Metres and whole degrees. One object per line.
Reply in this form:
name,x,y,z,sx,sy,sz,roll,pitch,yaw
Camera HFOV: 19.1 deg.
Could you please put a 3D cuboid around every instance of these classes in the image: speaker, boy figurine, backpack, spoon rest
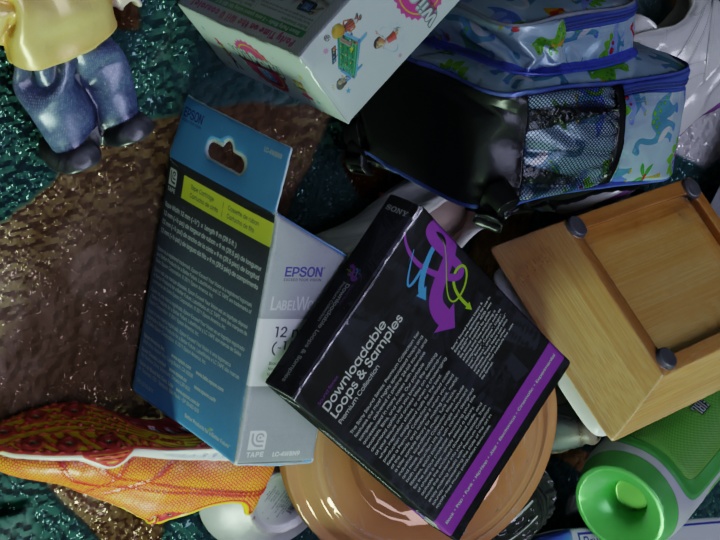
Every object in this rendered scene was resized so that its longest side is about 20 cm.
speaker,0.239,0.127,1.612,0.200,0.088,0.089,-40,128,-46
boy figurine,-0.191,-0.156,1.266,0.124,0.064,0.201,-32,121,-21
backpack,0.115,-0.121,1.416,0.199,0.183,0.148,-5,110,-37
spoon rest,-0.035,0.110,1.482,0.099,0.061,0.200,33,100,-36

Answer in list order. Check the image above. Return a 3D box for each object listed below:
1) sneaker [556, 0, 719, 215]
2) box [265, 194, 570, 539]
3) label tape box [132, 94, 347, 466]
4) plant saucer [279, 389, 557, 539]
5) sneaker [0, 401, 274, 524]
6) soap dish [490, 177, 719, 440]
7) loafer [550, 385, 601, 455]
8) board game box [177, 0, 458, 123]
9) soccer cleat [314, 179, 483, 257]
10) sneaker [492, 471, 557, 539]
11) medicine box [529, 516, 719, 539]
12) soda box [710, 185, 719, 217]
sneaker,0.195,-0.125,1.555,0.200,0.075,0.100,-45,102,-10
box,0.041,0.064,1.354,0.144,0.036,0.200,-56,135,-11
label tape box,-0.073,0.005,1.354,0.066,0.143,0.202,3,105,-35
plant saucer,0.042,0.110,1.446,0.198,0.032,0.202,-7,109,-19
sneaker,-0.148,0.131,1.385,0.198,0.073,0.078,7,113,-23
soap dish,0.203,0.019,1.522,0.199,0.158,0.081,-18,161,-46
loafer,0.188,0.078,1.572,0.200,0.062,0.072,-40,122,-45
board game box,0.002,-0.201,1.332,0.200,0.147,0.064,-48,129,-11
soccer cleat,0.000,0.000,1.444,0.200,0.077,0.070,-38,124,-18
sneaker,0.077,0.133,1.546,0.074,0.079,0.200,-40,129,-1
medicine box,0.215,0.295,1.630,0.181,0.103,0.202,1,73,-35
soda box,0.310,-0.050,1.635,0.201,0.068,0.063,-63,157,1
